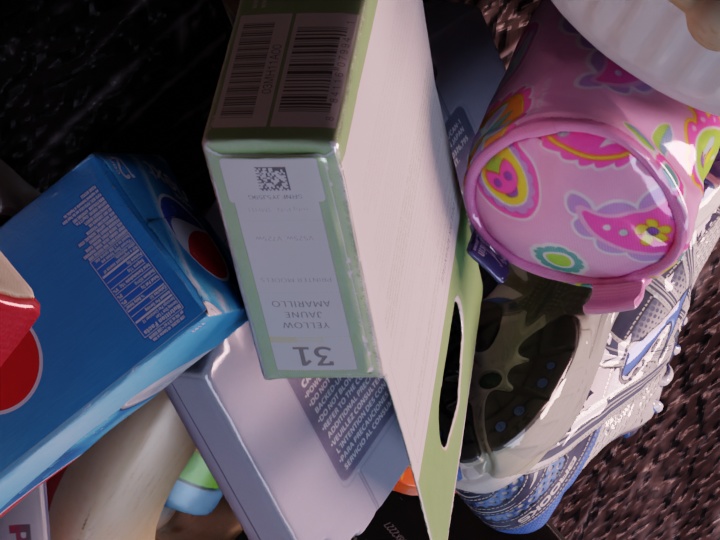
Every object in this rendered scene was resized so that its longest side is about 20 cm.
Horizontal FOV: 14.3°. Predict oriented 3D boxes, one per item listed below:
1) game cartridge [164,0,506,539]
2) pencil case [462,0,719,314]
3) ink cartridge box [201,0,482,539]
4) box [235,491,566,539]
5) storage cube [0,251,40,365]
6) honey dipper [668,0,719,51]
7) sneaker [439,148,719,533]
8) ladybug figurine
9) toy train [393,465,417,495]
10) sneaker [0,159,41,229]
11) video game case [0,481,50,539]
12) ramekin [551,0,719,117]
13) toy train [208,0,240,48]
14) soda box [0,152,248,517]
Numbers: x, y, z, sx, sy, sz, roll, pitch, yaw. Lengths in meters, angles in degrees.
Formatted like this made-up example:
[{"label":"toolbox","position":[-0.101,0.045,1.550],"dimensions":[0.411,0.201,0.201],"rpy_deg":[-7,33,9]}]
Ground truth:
[{"label":"game cartridge","position":[0.000,0.000,1.051],"dimensions":[0.200,0.041,0.133],"rpy_deg":[-54,138,-33]},{"label":"pencil case","position":[0.102,-0.075,1.055],"dimensions":[0.087,0.087,0.200],"rpy_deg":[105,7,-45]},{"label":"ink cartridge box","position":[0.000,-0.016,0.946],"dimensions":[0.048,0.146,0.200],"rpy_deg":[0,134,11]},{"label":"box","position":[0.048,0.168,1.344],"dimensions":[0.124,0.149,0.200],"rpy_deg":[-41,150,-2]},{"label":"storage cube","position":[-0.232,0.008,0.794],"dimensions":[0.180,0.171,0.200],"rpy_deg":[-50,148,14]},{"label":"honey dipper","position":[0.042,-0.131,0.905],"dimensions":[0.038,0.200,0.038],"rpy_deg":[-53,-176,6]},{"label":"sneaker","position":[0.088,0.016,1.094],"dimensions":[0.200,0.077,0.085],"rpy_deg":[-51,141,-23]},{"label":"ladybug figurine","position":[-0.069,0.050,1.117],"dimensions":[0.200,0.072,0.136],"rpy_deg":[-56,157,11]},{"label":"toy train","position":[-0.005,0.097,1.171],"dimensions":[0.200,0.056,0.150],"rpy_deg":[-62,-175,-17]},{"label":"sneaker","position":[-0.146,-0.025,0.961],"dimensions":[0.073,0.085,0.200],"rpy_deg":[-37,172,-9]},{"label":"video game case","position":[-0.125,0.137,1.040],"dimensions":[0.023,0.182,0.200],"rpy_deg":[-3,159,-10]},{"label":"ramekin","position":[0.144,-0.142,1.001],"dimensions":[0.200,0.200,0.105],"rpy_deg":[-16,151,-36]},{"label":"toy train","position":[-0.040,-0.117,0.966],"dimensions":[0.034,0.046,0.200],"rpy_deg":[-35,150,-9]},{"label":"soda box","position":[-0.130,0.047,0.911],"dimensions":[0.200,0.064,0.068],"rpy_deg":[-37,173,13]}]
